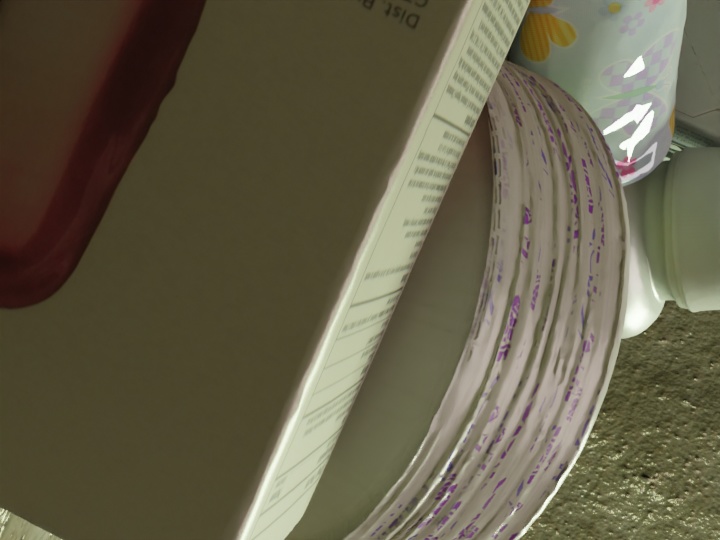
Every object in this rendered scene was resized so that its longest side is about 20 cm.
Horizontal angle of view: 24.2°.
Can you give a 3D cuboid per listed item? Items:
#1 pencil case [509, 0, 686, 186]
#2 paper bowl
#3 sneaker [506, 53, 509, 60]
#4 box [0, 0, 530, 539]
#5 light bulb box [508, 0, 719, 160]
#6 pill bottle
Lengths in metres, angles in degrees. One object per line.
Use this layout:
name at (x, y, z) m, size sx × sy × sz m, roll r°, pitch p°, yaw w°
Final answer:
pencil case at (0.115, -0.132, 0.767) m, size 0.090 × 0.083 × 0.201 m, roll -23°, pitch 140°, yaw -24°
paper bowl at (-0.009, 0.009, 0.593) m, size 0.200 × 0.104 × 0.202 m, roll -31°, pitch -130°, yaw 46°
sneaker at (0.070, -0.120, 1.113) m, size 0.201 × 0.072 × 0.114 m, roll -65°, pitch 170°, yaw -4°
box at (-0.035, -0.033, 0.447) m, size 0.128 × 0.108 × 0.201 m, roll -12°, pitch 126°, yaw -82°
light bulb box at (0.167, -0.152, 0.975) m, size 0.200 × 0.124 × 0.199 m, roll 111°, pitch 3°, yaw -76°
pill bottle at (0.098, -0.018, 0.889) m, size 0.112 × 0.199 × 0.113 m, roll -3°, pitch 90°, yaw -69°
